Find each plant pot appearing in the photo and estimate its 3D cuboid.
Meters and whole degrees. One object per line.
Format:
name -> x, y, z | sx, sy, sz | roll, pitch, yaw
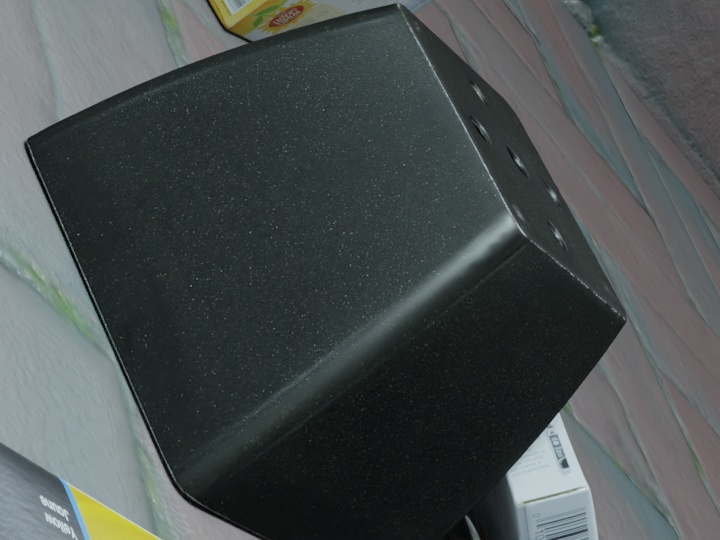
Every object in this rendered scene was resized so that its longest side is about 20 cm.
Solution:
plant pot -> 0.000, 0.000, 1.265 | 0.199, 0.177, 0.200 | 35, 25, -57

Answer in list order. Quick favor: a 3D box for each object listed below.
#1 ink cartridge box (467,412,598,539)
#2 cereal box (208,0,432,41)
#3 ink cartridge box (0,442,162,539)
ink cartridge box -> 0.083, 0.116, 1.419 | 0.200, 0.041, 0.200 | -109, -174, -49
cereal box -> -0.005, -0.193, 1.813 | 0.040, 0.144, 0.200 | 58, 12, 13
ink cartridge box -> -0.069, 0.161, 0.905 | 0.198, 0.047, 0.200 | 42, 17, -52
